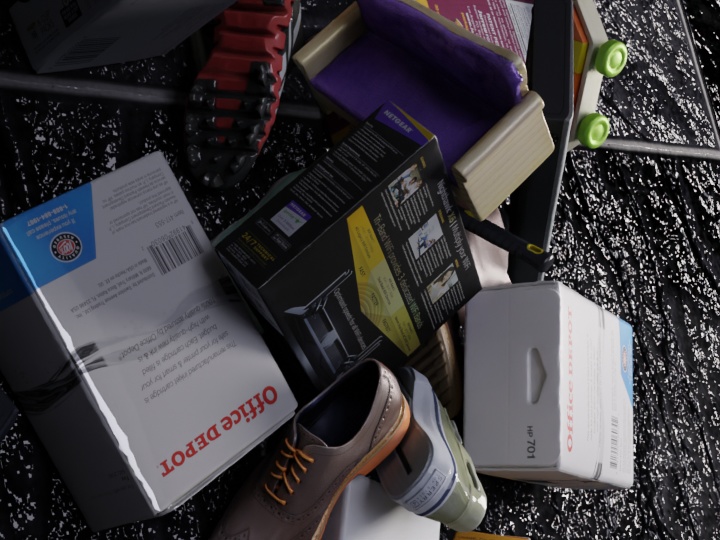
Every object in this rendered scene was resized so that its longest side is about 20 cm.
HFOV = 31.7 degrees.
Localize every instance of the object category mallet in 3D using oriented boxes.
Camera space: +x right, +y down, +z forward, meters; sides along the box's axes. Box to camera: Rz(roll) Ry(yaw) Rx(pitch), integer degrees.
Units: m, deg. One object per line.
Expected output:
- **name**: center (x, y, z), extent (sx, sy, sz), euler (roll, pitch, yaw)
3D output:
- **mallet**: center (0.062, -0.048, 1.023), extent (0.200, 0.041, 0.066), euler (35, 42, 29)

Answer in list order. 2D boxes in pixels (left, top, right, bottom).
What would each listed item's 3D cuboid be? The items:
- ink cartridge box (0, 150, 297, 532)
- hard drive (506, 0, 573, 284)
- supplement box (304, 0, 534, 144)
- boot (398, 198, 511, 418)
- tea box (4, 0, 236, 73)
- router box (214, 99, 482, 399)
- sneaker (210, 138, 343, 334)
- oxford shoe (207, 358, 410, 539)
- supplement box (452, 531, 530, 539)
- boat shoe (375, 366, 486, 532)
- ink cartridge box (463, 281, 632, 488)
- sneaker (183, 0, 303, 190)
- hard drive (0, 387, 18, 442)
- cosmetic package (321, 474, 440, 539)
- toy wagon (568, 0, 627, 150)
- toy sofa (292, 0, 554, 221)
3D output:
- **ink cartridge box**: center (-0.152, 0.044, 0.826), extent (0.146, 0.086, 0.201), euler (-34, 99, -47)
- **hard drive**: center (0.145, -0.102, 1.033), extent (0.033, 0.201, 0.140), euler (4, 52, 3)
- **supplement box**: center (0.072, -0.177, 1.121), extent (0.199, 0.131, 0.104), euler (-4, 74, -48)
- **boot**: center (0.088, 0.021, 1.092), extent (0.166, 0.072, 0.201), euler (-7, 74, -44)
- **tea box**: center (-0.160, -0.271, 0.870), extent (0.133, 0.199, 0.198), euler (-19, 86, -48)
- **router box**: center (0.000, 0.000, 0.900), extent (0.157, 0.052, 0.200), euler (-41, 146, -12)
- **sneaker**: center (-0.047, -0.022, 0.940), extent (0.074, 0.118, 0.201), euler (49, 46, -21)
- **oxford shoe**: center (-0.047, 0.139, 0.862), extent (0.200, 0.071, 0.073), euler (-50, 151, -19)
- **supplement box**: center (0.089, 0.268, 0.927), extent (0.200, 0.068, 0.067), euler (-64, 154, -69)
- **boat shoe**: center (0.043, 0.135, 0.945), extent (0.062, 0.072, 0.200), euler (42, 10, -17)
- **ink cartridge box**: center (0.162, 0.102, 1.060), extent (0.200, 0.085, 0.147), euler (24, 66, -58)
- **sneaker**: center (-0.086, -0.156, 0.986), extent (0.098, 0.070, 0.202), euler (48, 52, -79)
- **hard drive**: center (-0.286, 0.098, 0.696), extent (0.135, 0.042, 0.200), euler (55, 43, -13)
- **cosmetic package**: center (-0.007, 0.255, 0.896), extent (0.101, 0.074, 0.201), euler (32, 51, -33)
- **toy wagon**: center (0.172, -0.166, 1.206), extent (0.039, 0.155, 0.201), euler (-8, 118, -36)
- **toy sofa**: center (0.040, -0.133, 0.927), extent (0.083, 0.200, 0.098), euler (-43, 142, -10)
